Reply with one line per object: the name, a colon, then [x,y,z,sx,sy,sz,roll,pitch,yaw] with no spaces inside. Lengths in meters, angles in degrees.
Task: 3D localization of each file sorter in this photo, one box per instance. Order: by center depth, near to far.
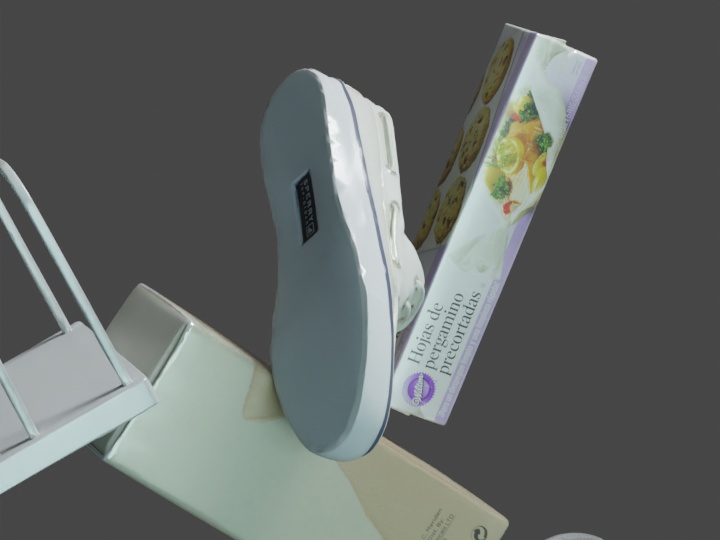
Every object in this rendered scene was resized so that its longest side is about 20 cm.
file sorter: [-0.217,0.043,1.073,0.200,0.139,0.125,-30,108,-12]

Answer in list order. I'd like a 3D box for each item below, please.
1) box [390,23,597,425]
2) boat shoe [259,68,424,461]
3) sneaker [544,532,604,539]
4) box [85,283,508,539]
box: [0.057,-0.024,1.213,0.039,0.041,0.200,21,95,-23]
boat shoe: [0.000,0.000,1.138,0.070,0.200,0.071,18,139,-35]
sneaker: [0.051,0.196,1.247,0.200,0.112,0.078,-25,94,-48]
box: [-0.038,0.095,1.176,0.200,0.095,0.078,34,88,-25]
